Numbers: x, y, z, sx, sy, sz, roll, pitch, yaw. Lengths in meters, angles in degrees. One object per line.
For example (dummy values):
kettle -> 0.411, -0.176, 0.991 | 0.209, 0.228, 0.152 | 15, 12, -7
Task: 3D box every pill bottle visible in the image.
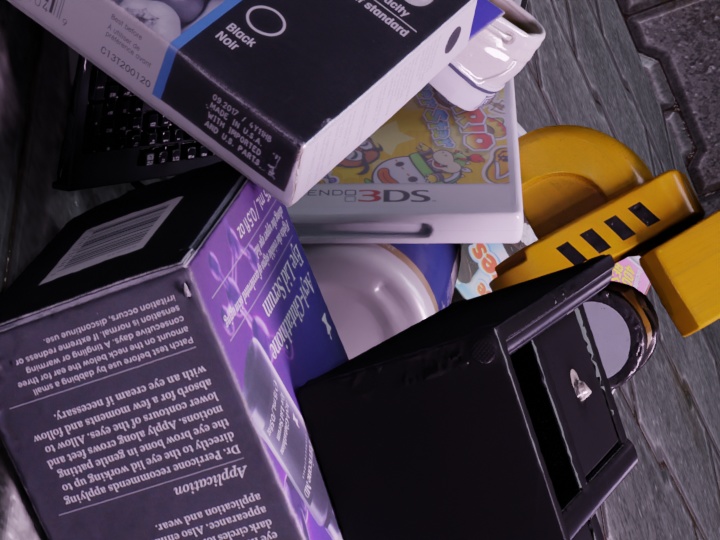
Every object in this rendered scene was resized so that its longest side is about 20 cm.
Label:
pill bottle -> 0.000, 0.000, 1.067 | 0.200, 0.110, 0.112 | -69, 139, -66

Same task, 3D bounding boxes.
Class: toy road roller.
toy road roller -> 0.163, -0.030, 1.042 | 0.147, 0.199, 0.123 | 62, 12, 5

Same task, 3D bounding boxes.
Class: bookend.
bookend -> 0.077, 0.113, 0.820 | 0.198, 0.091, 0.202 | -21, 93, -68

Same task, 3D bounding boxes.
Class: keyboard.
keyboard -> -0.055, -0.066, 0.889 | 0.199, 0.040, 0.105 | -13, 126, -45

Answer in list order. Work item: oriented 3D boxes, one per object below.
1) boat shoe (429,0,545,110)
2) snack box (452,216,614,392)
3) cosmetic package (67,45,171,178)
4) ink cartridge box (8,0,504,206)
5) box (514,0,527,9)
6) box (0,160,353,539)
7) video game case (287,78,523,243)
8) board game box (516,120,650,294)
boat shoe -> 0.021, -0.178, 0.967 | 0.202, 0.086, 0.075 | 44, 27, -13
snack box -> 0.100, 0.011, 1.245 | 0.200, 0.037, 0.116 | 49, 46, -14
cosmetic package -> -0.096, -0.165, 0.970 | 0.108, 0.084, 0.202 | 47, 28, -54
ink cartridge box -> -0.051, -0.143, 0.842 | 0.197, 0.044, 0.200 | 36, 44, 10
box -> 0.048, -0.140, 1.219 | 0.060, 0.117, 0.201 | 37, 34, -13
box -> -0.063, 0.075, 0.784 | 0.148, 0.103, 0.201 | -68, 137, -67
video game case -> -0.005, -0.084, 1.027 | 0.201, 0.180, 0.023 | -88, 177, -51
board game box -> 0.111, -0.010, 1.320 | 0.200, 0.040, 0.153 | 46, 48, -16
